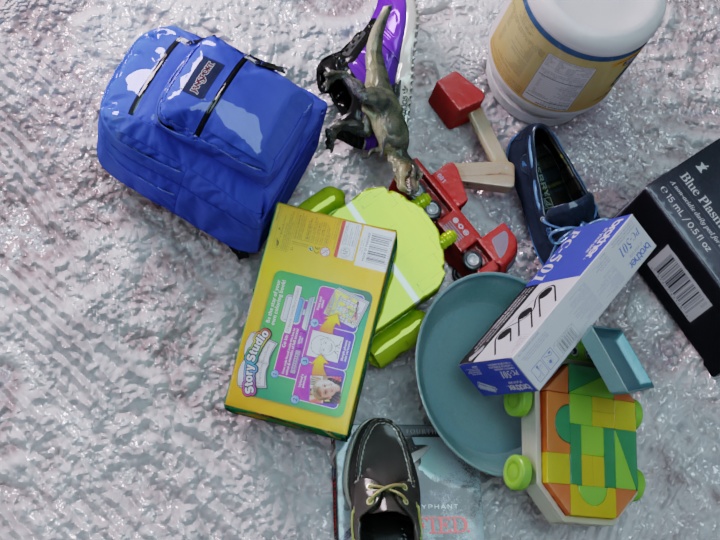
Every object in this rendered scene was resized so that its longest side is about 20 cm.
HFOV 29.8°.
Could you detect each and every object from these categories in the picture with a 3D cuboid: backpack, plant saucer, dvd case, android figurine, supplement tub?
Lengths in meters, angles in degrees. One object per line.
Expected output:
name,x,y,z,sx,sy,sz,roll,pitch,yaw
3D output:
backpack,-0.148,-0.145,1.303,0.199,0.168,0.163,27,61,3
plant saucer,0.130,0.102,1.315,0.199,0.036,0.201,9,71,-27
dvd case,0.046,0.245,1.276,0.145,0.022,0.201,2,69,-11
android figurine,0.000,0.000,1.325,0.200,0.041,0.182,-36,80,-7
supplement tub,0.214,-0.247,1.391,0.144,0.200,0.145,3,70,-10
plant saucer,0.246,0.087,1.296,0.019,0.200,0.070,-31,78,15

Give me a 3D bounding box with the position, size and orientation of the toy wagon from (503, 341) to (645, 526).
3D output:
toy wagon,0.208,0.142,1.301,0.155,0.040,0.201,10,73,-31

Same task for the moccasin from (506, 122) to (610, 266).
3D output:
moccasin,0.205,-0.057,1.391,0.080,0.068,0.201,-26,79,-19

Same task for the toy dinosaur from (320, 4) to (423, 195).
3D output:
toy dinosaur,0.006,-0.163,1.345,0.088,0.047,0.201,-8,79,-15

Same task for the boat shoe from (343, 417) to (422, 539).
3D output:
boat shoe,0.025,0.227,1.233,0.071,0.061,0.202,2,70,-11

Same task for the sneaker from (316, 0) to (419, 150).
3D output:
sneaker,0.005,-0.219,1.410,0.099,0.070,0.201,7,69,-6

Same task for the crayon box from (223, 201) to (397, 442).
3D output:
crayon box,-0.045,0.048,1.268,0.118,0.058,0.201,14,81,5

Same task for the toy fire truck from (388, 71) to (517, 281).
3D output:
toy fire truck,0.109,-0.091,1.395,0.141,0.049,0.200,-36,80,-20

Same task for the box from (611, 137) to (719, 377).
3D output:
box,0.399,-0.034,1.398,0.199,0.117,0.197,-31,79,-21

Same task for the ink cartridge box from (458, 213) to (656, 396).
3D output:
ink cartridge box,0.186,0.033,1.278,0.044,0.094,0.200,50,65,-13
